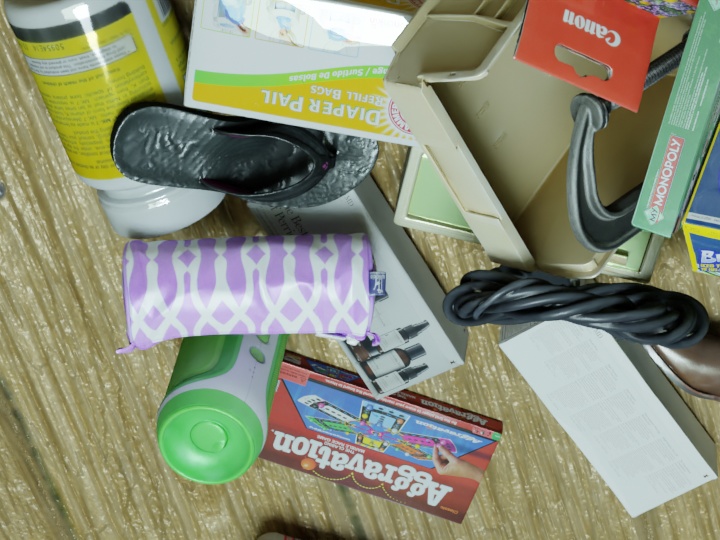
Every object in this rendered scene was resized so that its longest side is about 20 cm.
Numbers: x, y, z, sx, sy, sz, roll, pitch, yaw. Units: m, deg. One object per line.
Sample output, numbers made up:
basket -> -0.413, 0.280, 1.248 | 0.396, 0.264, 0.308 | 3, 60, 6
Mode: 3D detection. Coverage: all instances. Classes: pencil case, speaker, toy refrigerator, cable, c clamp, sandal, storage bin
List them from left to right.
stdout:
speaker -> -0.102, 0.075, 1.651 | 0.088, 0.200, 0.089 | 3, 122, 5
sandal -> -0.079, -0.078, 1.547 | 0.199, 0.048, 0.076 | 1, 112, -20
pencil case -> -0.081, 0.016, 1.591 | 0.199, 0.084, 0.086 | -1, 93, 0
toy refrigerator -> 0.130, -0.057, 1.616 | 0.199, 0.070, 0.076 | 13, 122, -2
storage bin -> 0.134, -0.130, 1.467 | 0.093, 0.199, 0.200 | 15, 150, 43
cable -> 0.152, 0.030, 1.532 | 0.163, 0.200, 0.051 | 14, 96, 34
c clamp -> 0.196, -0.112, 1.456 | 0.027, 0.200, 0.171 | 19, 135, 39

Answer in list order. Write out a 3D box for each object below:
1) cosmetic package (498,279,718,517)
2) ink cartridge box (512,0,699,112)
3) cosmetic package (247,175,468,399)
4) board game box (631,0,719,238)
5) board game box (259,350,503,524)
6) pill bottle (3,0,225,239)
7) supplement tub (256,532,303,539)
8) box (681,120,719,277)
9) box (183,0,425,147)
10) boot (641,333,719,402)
cosmetic package -> 0.199, 0.099, 1.716 | 0.082, 0.051, 0.200 | -27, 115, 24
ink cartridge box -> 0.174, -0.213, 1.373 | 0.109, 0.050, 0.201 | 19, 80, -28
cosmetic package -> 0.000, 0.000, 1.671 | 0.082, 0.051, 0.200 | -25, 115, 19
board game box -> 0.225, -0.126, 1.387 | 0.029, 0.135, 0.201 | 18, 101, 12
board game box -> 0.007, 0.138, 1.784 | 0.199, 0.019, 0.103 | 18, 124, -4
pill bottle -> -0.174, -0.131, 1.583 | 0.114, 0.114, 0.201 | -12, 119, 14
supplement tub -> -0.009, 0.311, 1.822 | 0.199, 0.141, 0.141 | 15, 123, -2
box -> 0.274, -0.090, 1.408 | 0.070, 0.201, 0.064 | 13, 154, 23
box -> -0.016, -0.168, 1.540 | 0.199, 0.113, 0.102 | 10, 121, 0
boot -> 0.333, 0.027, 1.651 | 0.186, 0.064, 0.200 | 35, 117, -13
